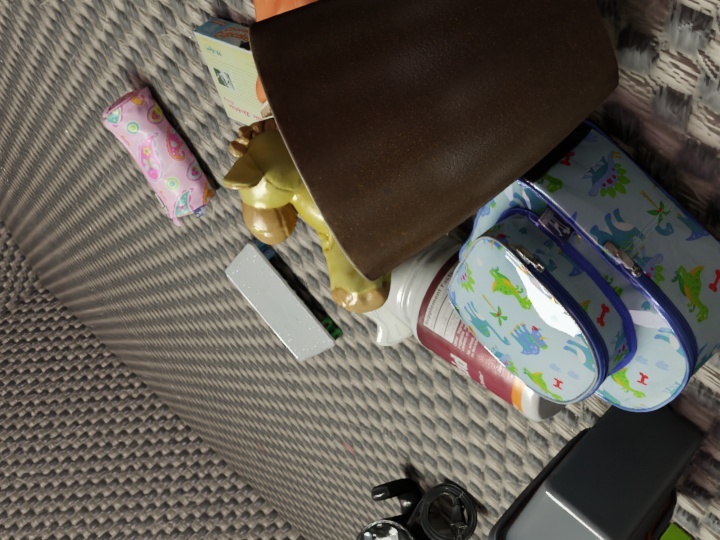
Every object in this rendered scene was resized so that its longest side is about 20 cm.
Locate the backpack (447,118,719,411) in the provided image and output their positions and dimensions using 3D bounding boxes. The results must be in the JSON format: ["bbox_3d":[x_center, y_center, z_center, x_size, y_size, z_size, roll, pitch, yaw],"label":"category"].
[{"bbox_3d":[0.171,0.015,0.674,0.200,0.147,0.183,41,158,10],"label":"backpack"}]

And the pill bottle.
[{"bbox_3d":[0.120,0.045,0.848,0.199,0.114,0.115,33,153,33],"label":"pill bottle"}]

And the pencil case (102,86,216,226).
[{"bbox_3d":[-0.295,-0.168,1.302,0.087,0.087,0.201,5,130,59],"label":"pencil case"}]

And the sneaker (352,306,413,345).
[{"bbox_3d":[0.000,0.000,1.013,0.201,0.081,0.075,53,-160,-5],"label":"sneaker"}]

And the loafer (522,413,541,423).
[{"bbox_3d":[0.139,0.072,0.947,0.200,0.063,0.072,46,-170,15],"label":"loafer"}]

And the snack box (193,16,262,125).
[{"bbox_3d":[-0.095,-0.198,0.958,0.199,0.037,0.117,29,149,40],"label":"snack box"}]

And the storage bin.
[{"bbox_3d":[0.234,0.215,0.825,0.145,0.200,0.135,38,146,23],"label":"storage bin"}]

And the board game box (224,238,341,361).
[{"bbox_3d":[-0.126,0.050,1.408,0.200,0.026,0.200,50,157,-3],"label":"board game box"}]

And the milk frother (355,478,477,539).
[{"bbox_3d":[0.116,0.433,1.447,0.198,0.182,0.188,0,171,26],"label":"milk frother"}]

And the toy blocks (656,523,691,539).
[{"bbox_3d":[0.311,0.334,1.002,0.200,0.100,0.137,39,166,21],"label":"toy blocks"}]

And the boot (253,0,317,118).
[{"bbox_3d":[-0.056,-0.201,0.734,0.108,0.075,0.200,60,156,4],"label":"boot"}]

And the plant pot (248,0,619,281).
[{"bbox_3d":[0.057,-0.120,0.582,0.188,0.199,0.187,62,-171,-17],"label":"plant pot"}]

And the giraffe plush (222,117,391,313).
[{"bbox_3d":[-0.044,-0.072,0.812,0.161,0.202,0.173,10,-178,-4],"label":"giraffe plush"}]
